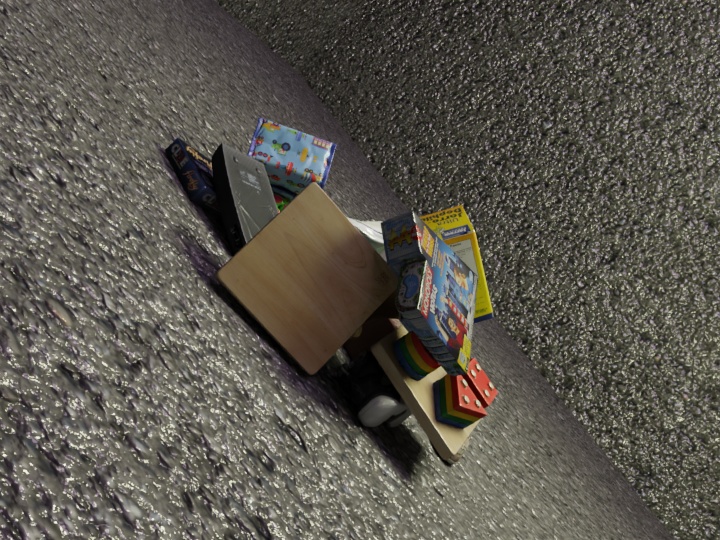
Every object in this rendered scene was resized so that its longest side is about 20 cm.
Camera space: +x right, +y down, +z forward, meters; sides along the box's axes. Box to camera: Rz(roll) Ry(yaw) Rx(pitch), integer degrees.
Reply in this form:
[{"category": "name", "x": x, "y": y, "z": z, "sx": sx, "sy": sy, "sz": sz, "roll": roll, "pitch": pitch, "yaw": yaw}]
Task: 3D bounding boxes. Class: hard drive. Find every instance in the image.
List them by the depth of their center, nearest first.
[{"category": "hard drive", "x": -0.186, "y": -0.103, "z": 1.467, "sx": 0.135, "sy": 0.042, "sz": 0.201, "roll": 21, "pitch": 48, "yaw": -60}]

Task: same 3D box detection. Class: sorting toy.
[{"category": "sorting toy", "x": -0.080, "y": 0.013, "z": 1.289, "sx": 0.200, "sy": 0.199, "sz": 0.070, "roll": 48, "pitch": -17, "yaw": -11}, {"category": "sorting toy", "x": 0.129, "y": 0.165, "z": 1.382, "sx": 0.200, "sy": 0.070, "sz": 0.199, "roll": 56, "pitch": 22, "yaw": 4}]

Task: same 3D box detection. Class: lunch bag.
[{"category": "lunch bag", "x": -0.147, "y": -0.178, "z": 1.657, "sx": 0.150, "sy": 0.094, "sz": 0.200, "roll": 19, "pitch": -26, "yaw": -8}]

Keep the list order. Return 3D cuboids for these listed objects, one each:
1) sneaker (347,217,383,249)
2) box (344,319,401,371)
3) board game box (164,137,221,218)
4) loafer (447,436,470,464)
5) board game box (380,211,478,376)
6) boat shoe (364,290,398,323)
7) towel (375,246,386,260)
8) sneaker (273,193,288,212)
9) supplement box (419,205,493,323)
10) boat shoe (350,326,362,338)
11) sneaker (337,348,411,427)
[{"category": "sneaker", "x": 0.009, "y": -0.061, "z": 1.615, "sx": 0.199, "sy": 0.073, "sz": 0.071, "roll": 22, "pitch": 33, "yaw": -18}, {"category": "box", "x": 0.020, "y": 0.107, "z": 1.544, "sx": 0.075, "sy": 0.100, "sz": 0.200, "roll": 32, "pitch": 18, "yaw": -50}, {"category": "board game box", "x": -0.242, "y": -0.136, "z": 1.534, "sx": 0.200, "sy": 0.035, "sz": 0.136, "roll": 33, "pitch": 19, "yaw": -53}, {"category": "loafer", "x": 0.170, "y": 0.284, "z": 1.600, "sx": 0.072, "sy": 0.063, "sz": 0.200, "roll": 47, "pitch": 11, "yaw": -4}, {"category": "board game box", "x": 0.096, "y": 0.023, "z": 1.297, "sx": 0.200, "sy": 0.062, "sz": 0.200, "roll": 51, "pitch": 35, "yaw": -32}, {"category": "boat shoe", "x": 0.002, "y": 0.047, "z": 1.401, "sx": 0.199, "sy": 0.074, "sz": 0.063, "roll": 7, "pitch": 5, "yaw": -33}, {"category": "towel", "x": 0.000, "y": 0.000, "z": 1.518, "sx": 0.031, "sy": 0.199, "sz": 0.149, "roll": 67, "pitch": 26, "yaw": -11}, {"category": "sneaker", "x": -0.140, "y": -0.081, "z": 1.687, "sx": 0.200, "sy": 0.077, "sz": 0.084, "roll": 34, "pitch": -22, "yaw": -24}, {"category": "supplement box", "x": 0.171, "y": -0.002, "z": 1.660, "sx": 0.110, "sy": 0.108, "sz": 0.201, "roll": -104, "pitch": 178, "yaw": -59}, {"category": "boat shoe", "x": -0.083, "y": 0.063, "z": 1.396, "sx": 0.200, "sy": 0.064, "sz": 0.072, "roll": 35, "pitch": 52, "yaw": -38}, {"category": "sneaker", "x": 0.033, "y": 0.182, "z": 1.385, "sx": 0.114, "sy": 0.075, "sz": 0.200, "roll": 55, "pitch": 15, "yaw": 20}]
